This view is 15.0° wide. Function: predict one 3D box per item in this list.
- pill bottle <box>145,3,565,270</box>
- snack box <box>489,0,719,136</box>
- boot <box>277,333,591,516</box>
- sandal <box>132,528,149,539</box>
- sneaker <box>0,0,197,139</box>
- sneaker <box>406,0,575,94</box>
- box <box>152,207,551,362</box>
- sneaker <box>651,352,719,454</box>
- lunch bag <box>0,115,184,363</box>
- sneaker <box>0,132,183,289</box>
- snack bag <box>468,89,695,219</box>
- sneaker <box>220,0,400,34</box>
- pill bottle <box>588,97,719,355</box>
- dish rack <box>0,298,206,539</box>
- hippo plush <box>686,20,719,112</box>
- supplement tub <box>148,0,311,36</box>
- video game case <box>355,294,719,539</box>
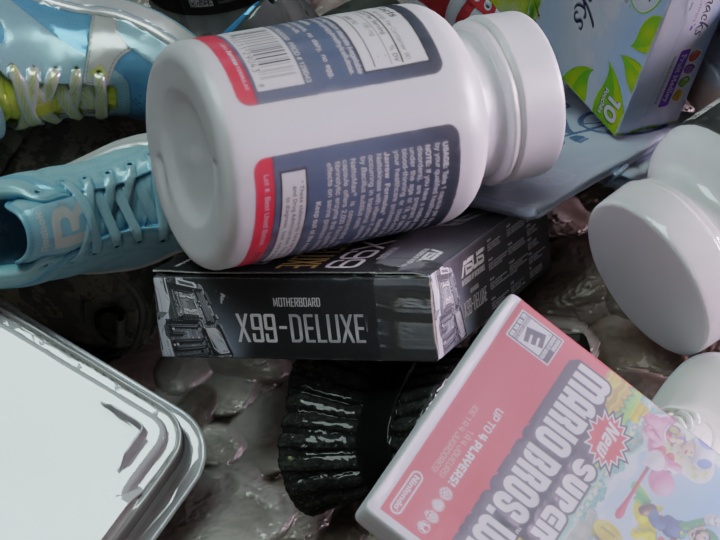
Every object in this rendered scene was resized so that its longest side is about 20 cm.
[{"bbox_3d":[-0.001,-0.075,1.429,0.199,0.120,0.120,-11,35,-22],"label":"pill bottle"},{"bbox_3d":[0.153,-0.198,1.546,0.053,0.200,0.142,-13,48,-34],"label":"snack box"},{"bbox_3d":[0.029,0.103,1.386,0.157,0.080,0.211,-2,26,15],"label":"boot"},{"bbox_3d":[-0.183,0.097,1.502,0.079,0.059,0.207,-36,42,-21],"label":"sandal"},{"bbox_3d":[-0.180,-0.095,1.513,0.199,0.080,0.131,20,52,16],"label":"sneaker"},{"bbox_3d":[0.083,-0.185,1.689,0.071,0.113,0.200,-36,42,-20],"label":"sneaker"},{"bbox_3d":[0.000,0.000,1.487,0.157,0.050,0.200,0,14,22],"label":"box"},{"bbox_3d":[0.150,0.101,1.355,0.073,0.071,0.200,5,42,27],"label":"sneaker"},{"bbox_3d":[-0.160,-0.054,1.613,0.167,0.140,0.200,19,53,16],"label":"lunch bag"},{"bbox_3d":[-0.156,-0.023,1.473,0.199,0.074,0.082,-14,14,-2],"label":"sneaker"},{"bbox_3d":[0.076,-0.070,1.576,0.188,0.021,0.200,13,25,31],"label":"snack bag"},{"bbox_3d":[-0.013,-0.109,1.576,0.073,0.082,0.200,-39,-12,25],"label":"sneaker"},{"bbox_3d":[0.226,-0.046,1.461,0.200,0.117,0.116,-34,41,-22],"label":"pill bottle"},{"bbox_3d":[-0.200,0.101,1.449,0.200,0.044,0.172,29,70,20],"label":"dish rack"},{"bbox_3d":[0.252,-0.189,1.607,0.160,0.201,0.159,-11,0,-26],"label":"hippo plush"},{"bbox_3d":[-0.103,-0.258,1.780,0.122,0.200,0.123,-11,40,9],"label":"supplement tub"},{"bbox_3d":[0.113,0.122,1.280,0.200,0.017,0.143,38,59,-2],"label":"video game case"}]
